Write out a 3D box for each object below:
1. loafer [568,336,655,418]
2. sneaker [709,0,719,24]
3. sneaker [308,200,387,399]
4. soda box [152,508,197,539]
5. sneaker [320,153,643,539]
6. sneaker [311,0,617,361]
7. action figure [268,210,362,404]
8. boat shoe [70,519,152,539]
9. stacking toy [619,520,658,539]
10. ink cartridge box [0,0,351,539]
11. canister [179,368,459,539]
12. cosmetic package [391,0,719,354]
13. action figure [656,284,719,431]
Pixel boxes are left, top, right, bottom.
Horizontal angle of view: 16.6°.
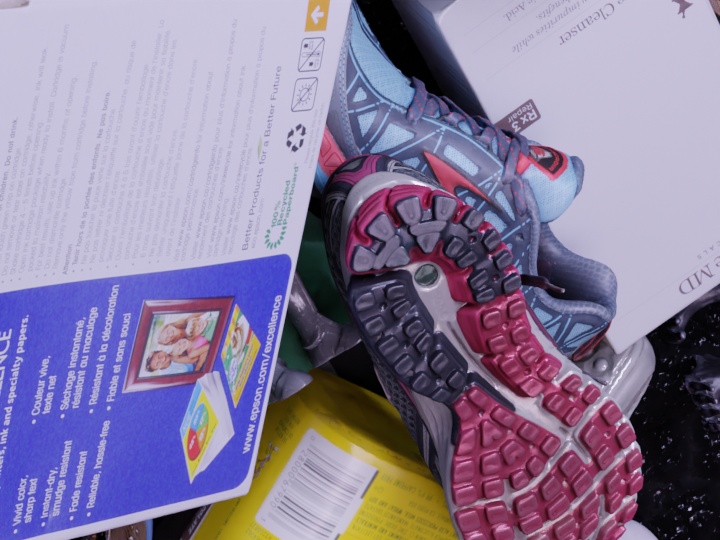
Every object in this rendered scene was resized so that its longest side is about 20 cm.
[{"bbox_3d":[0.069,0.104,1.156,0.200,0.070,0.070,-47,134,10],"label":"loafer"},{"bbox_3d":[0.176,-0.129,1.073,0.074,0.080,0.200,-45,125,2],"label":"sneaker"},{"bbox_3d":[0.000,0.000,1.078,0.106,0.075,0.201,-36,123,-18],"label":"sneaker"},{"bbox_3d":[-0.097,0.189,1.122,0.063,0.070,0.200,35,98,-32],"label":"soda box"},{"bbox_3d":[0.048,0.038,0.956,0.080,0.075,0.201,-28,119,-5],"label":"sneaker"},{"bbox_3d":[0.042,-0.042,0.993,0.095,0.080,0.200,-18,125,22],"label":"sneaker"},{"bbox_3d":[-0.072,-0.043,0.956,0.118,0.055,0.201,-38,96,-45],"label":"action figure"},{"bbox_3d":[-0.126,0.089,0.943,0.072,0.073,0.201,-17,141,3],"label":"boat shoe"},{"bbox_3d":[0.129,0.221,1.223,0.145,0.146,0.202,-10,101,-18],"label":"stacking toy"},{"bbox_3d":[-0.097,-0.004,0.820,0.199,0.047,0.199,-8,117,-48],"label":"ink cartridge box"},{"bbox_3d":[-0.022,0.155,1.042,0.148,0.087,0.201,26,103,-28],"label":"canister"},{"bbox_3d":[0.101,-0.077,1.065,0.113,0.081,0.200,-36,123,-3],"label":"cosmetic package"},{"bbox_3d":[0.236,0.001,1.153,0.199,0.102,0.119,-29,111,-6],"label":"action figure"}]
